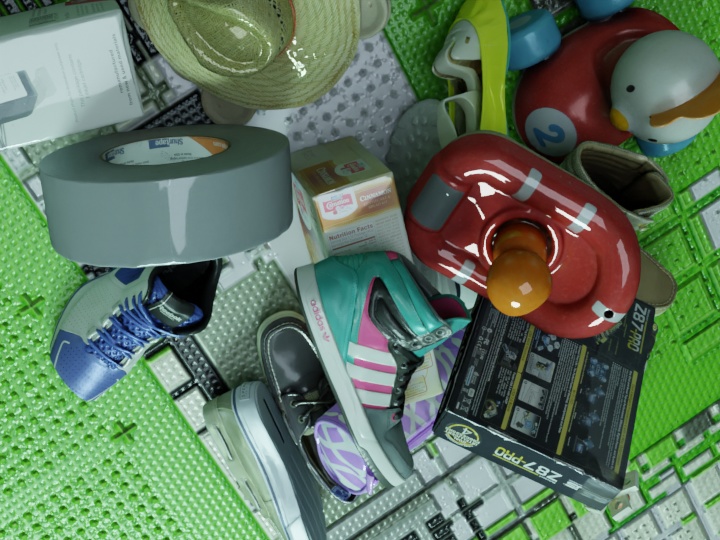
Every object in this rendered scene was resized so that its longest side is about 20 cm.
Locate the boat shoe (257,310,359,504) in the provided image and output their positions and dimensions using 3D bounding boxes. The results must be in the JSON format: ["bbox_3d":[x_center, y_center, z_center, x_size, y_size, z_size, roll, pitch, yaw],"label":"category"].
[{"bbox_3d":[-0.040,0.133,1.019,0.071,0.065,0.203,-22,111,-8],"label":"boat shoe"}]

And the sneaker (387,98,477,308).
[{"bbox_3d":[0.080,-0.060,0.998,0.080,0.076,0.204,-16,108,-36],"label":"sneaker"}]

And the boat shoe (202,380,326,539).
[{"bbox_3d":[-0.089,0.198,1.033,0.061,0.072,0.203,-16,109,16],"label":"boat shoe"}]

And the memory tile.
[{"bbox_3d":[-0.084,-0.216,0.873,0.198,0.017,0.154,-29,112,28],"label":"memory tile"}]

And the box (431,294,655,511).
[{"bbox_3d":[0.165,0.083,0.927,0.159,0.202,0.049,23,142,0],"label":"box"}]

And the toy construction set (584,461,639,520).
[{"bbox_3d":[0.221,0.145,1.061,0.091,0.131,0.201,-33,113,-3],"label":"toy construction set"}]

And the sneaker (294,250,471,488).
[{"bbox_3d":[0.036,0.069,0.847,0.119,0.084,0.202,-20,110,6],"label":"sneaker"}]

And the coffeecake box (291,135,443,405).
[{"bbox_3d":[0.000,0.000,0.940,0.072,0.154,0.203,-17,110,-7],"label":"coffeecake box"}]

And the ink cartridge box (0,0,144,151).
[{"bbox_3d":[-0.275,-0.147,0.821,0.197,0.146,0.086,-14,112,-11],"label":"ink cartridge box"}]

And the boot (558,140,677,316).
[{"bbox_3d":[0.236,-0.033,0.960,0.198,0.155,0.073,31,64,-11],"label":"boot"}]

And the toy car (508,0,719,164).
[{"bbox_3d":[0.239,-0.154,0.936,0.175,0.200,0.186,-32,112,-4],"label":"toy car"}]

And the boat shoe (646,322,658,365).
[{"bbox_3d":[0.213,0.029,1.060,0.200,0.072,0.061,36,71,-17],"label":"boat shoe"}]

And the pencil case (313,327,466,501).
[{"bbox_3d":[0.047,0.127,0.994,0.199,0.085,0.085,-34,129,-32],"label":"pencil case"}]

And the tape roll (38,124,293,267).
[{"bbox_3d":[-0.152,-0.065,0.852,0.197,0.200,0.067,-8,110,-13],"label":"tape roll"}]

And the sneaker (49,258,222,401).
[{"bbox_3d":[-0.189,0.032,0.918,0.200,0.115,0.080,-46,112,2],"label":"sneaker"}]

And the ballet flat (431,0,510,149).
[{"bbox_3d":[0.095,-0.157,0.930,0.066,0.067,0.204,4,80,-30],"label":"ballet flat"}]

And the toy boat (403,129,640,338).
[{"bbox_3d":[0.129,-0.011,0.850,0.198,0.131,0.131,28,124,-8],"label":"toy boat"}]

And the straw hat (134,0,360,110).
[{"bbox_3d":[-0.100,-0.197,0.827,0.198,0.086,0.204,7,124,10],"label":"straw hat"}]
